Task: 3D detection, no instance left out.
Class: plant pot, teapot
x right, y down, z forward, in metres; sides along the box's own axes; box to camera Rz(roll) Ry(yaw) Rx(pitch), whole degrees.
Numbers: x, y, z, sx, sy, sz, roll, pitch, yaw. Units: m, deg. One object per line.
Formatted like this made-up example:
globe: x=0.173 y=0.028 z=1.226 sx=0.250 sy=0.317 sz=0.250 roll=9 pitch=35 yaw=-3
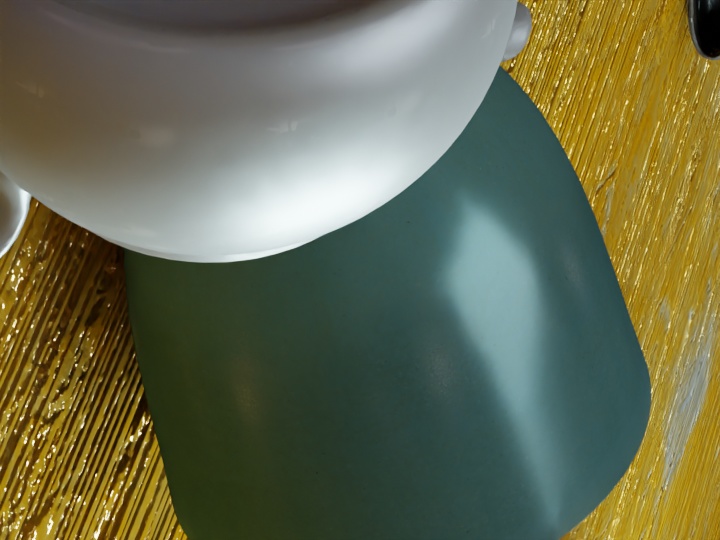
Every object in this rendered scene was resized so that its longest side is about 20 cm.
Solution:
plant pot: x=0.000 y=0.000 z=0.780 sx=0.201 sy=0.200 sz=0.161 roll=-57 pitch=142 yaw=-42
teapot: x=-0.050 y=-0.071 z=0.631 sx=0.146 sy=0.200 sz=0.198 roll=98 pitch=5 yaw=-48

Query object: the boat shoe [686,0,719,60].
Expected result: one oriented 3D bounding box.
boat shoe: x=0.285 y=-0.244 z=1.540 sx=0.073 sy=0.074 sz=0.200 roll=-57 pitch=151 yaw=-43
